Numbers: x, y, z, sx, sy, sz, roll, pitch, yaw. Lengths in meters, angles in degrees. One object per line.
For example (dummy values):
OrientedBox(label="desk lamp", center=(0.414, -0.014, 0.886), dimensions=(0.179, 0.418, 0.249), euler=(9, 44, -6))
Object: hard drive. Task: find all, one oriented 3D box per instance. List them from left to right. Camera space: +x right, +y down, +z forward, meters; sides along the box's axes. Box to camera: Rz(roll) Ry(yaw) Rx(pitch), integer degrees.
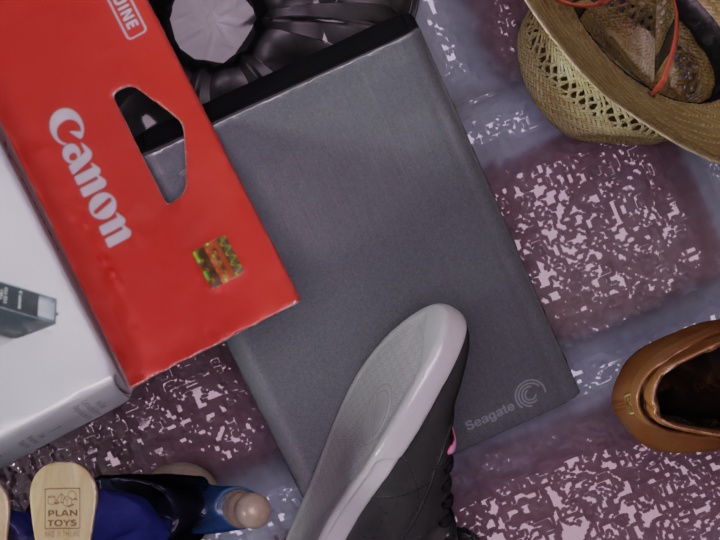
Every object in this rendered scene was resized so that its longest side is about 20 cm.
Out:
OrientedBox(label="hard drive", center=(0.000, 0.000, 1.345), dimensions=(0.139, 0.033, 0.200), euler=(-25, 113, 1))

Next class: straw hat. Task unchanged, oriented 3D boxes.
OrientedBox(label="straw hat", center=(0.122, -0.102, 1.359), dimensions=(0.201, 0.201, 0.085), euler=(47, 130, 3))

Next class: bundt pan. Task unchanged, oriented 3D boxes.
OrientedBox(label="bundt pan", center=(-0.069, -0.117, 1.373), dimensions=(0.201, 0.076, 0.202), euler=(0, 87, 1))

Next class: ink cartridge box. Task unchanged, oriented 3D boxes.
OrientedBox(label="ink cartridge box", center=(-0.147, -0.032, 1.274), dimensions=(0.173, 0.044, 0.200), euler=(-28, 74, 2))

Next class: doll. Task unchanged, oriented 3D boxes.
OrientedBox(label="doll", center=(-0.105, 0.109, 1.301), dimensions=(0.136, 0.200, 0.049), euler=(-9, 84, 16))

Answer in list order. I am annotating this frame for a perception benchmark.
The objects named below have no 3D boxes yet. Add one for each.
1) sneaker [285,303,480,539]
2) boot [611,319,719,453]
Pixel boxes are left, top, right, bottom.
OrientedBox(label="sneaker", center=(0.032, 0.108, 1.339), dimensions=(0.099, 0.071, 0.200), euler=(18, 114, -15))
OrientedBox(label="boot", center=(0.211, 0.037, 1.317), dimensions=(0.200, 0.155, 0.077), euler=(-8, 87, 1))
